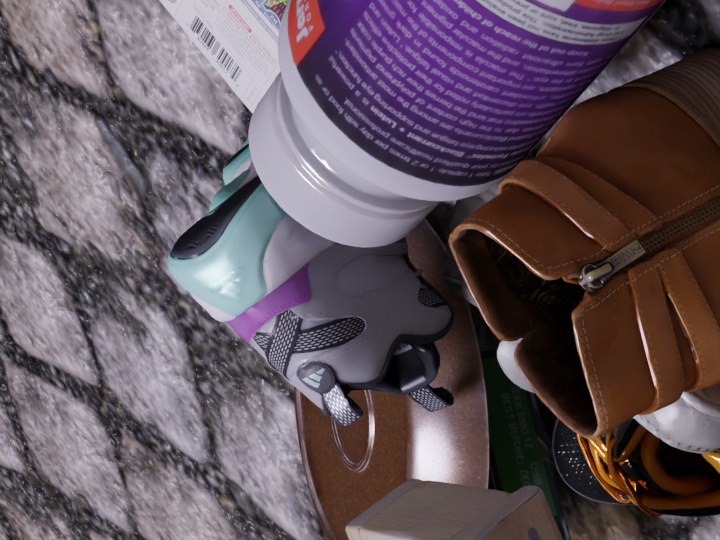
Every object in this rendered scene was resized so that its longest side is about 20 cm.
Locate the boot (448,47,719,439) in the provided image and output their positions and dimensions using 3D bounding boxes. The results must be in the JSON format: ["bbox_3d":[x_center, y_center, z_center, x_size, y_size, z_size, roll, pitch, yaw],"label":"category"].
[{"bbox_3d":[0.138,0.019,0.849,0.200,0.155,0.077,53,142,4],"label":"boot"}]

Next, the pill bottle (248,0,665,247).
[{"bbox_3d":[0.037,-0.097,0.881,0.111,0.111,0.200,49,135,9],"label":"pill bottle"}]

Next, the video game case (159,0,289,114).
[{"bbox_3d":[-0.070,-0.188,1.055,0.200,0.036,0.181,50,150,6],"label":"video game case"}]

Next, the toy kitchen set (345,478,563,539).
[{"bbox_3d":[0.145,0.133,0.918,0.163,0.200,0.181,1,119,54],"label":"toy kitchen set"}]

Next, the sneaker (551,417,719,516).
[{"bbox_3d":[0.131,0.070,0.996,0.078,0.077,0.200,53,152,-3],"label":"sneaker"}]

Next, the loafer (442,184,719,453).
[{"bbox_3d":[0.092,0.025,0.958,0.070,0.070,0.200,-65,31,16],"label":"loafer"}]

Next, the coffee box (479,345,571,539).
[{"bbox_3d":[0.039,0.119,1.153,0.200,0.044,0.123,135,126,-63],"label":"coffee box"}]

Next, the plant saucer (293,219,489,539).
[{"bbox_3d":[0.008,0.067,1.118,0.200,0.032,0.200,175,90,-69],"label":"plant saucer"}]

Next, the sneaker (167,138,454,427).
[{"bbox_3d":[0.000,0.000,1.017,0.078,0.200,0.140,-32,104,32],"label":"sneaker"}]
